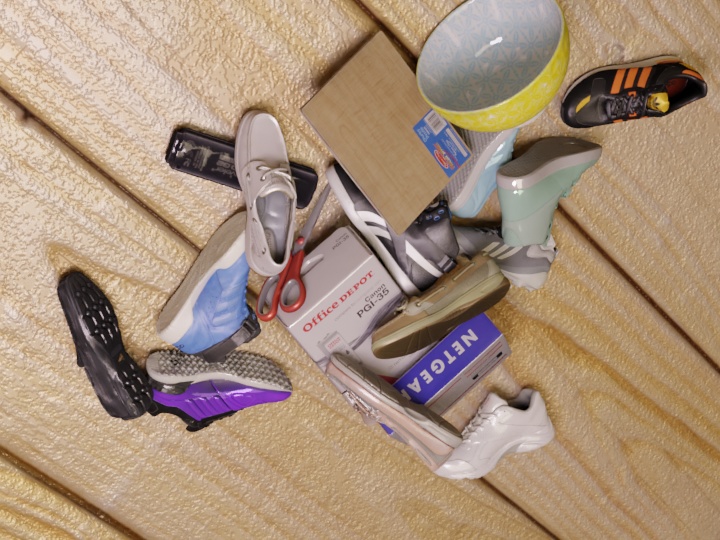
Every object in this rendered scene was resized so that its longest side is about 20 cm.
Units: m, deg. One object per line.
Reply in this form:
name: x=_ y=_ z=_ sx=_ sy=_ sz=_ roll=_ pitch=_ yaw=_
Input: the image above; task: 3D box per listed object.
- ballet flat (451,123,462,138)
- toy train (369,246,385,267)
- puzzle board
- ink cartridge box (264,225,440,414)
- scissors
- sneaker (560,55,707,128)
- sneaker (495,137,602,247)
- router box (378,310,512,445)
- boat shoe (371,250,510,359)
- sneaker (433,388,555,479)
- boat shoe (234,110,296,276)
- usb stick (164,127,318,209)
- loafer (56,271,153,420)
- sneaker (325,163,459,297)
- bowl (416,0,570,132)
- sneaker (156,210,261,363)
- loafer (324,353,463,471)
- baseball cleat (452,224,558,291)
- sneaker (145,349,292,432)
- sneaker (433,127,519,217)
ballet flat: x=0.041 y=-0.192 z=1.687 sx=0.198 sy=0.068 sz=0.046 roll=16 pitch=145 yaw=-27
toy train: x=0.000 y=0.000 z=1.758 sx=0.046 sy=0.034 sz=0.201 roll=35 pitch=97 yaw=-27
puzzle board: x=0.033 y=-0.168 z=1.641 sx=0.151 sy=0.017 sz=0.201 roll=-46 pitch=109 yaw=-20
ink cartridge box: x=-0.009 y=0.066 z=1.711 sx=0.146 sy=0.083 sz=0.200 roll=-40 pitch=130 yaw=-2
scissors: x=-0.084 y=-0.026 z=1.678 sx=0.072 sy=0.202 sz=0.014 roll=-11 pitch=143 yaw=34
sneaker: x=0.363 y=-0.231 z=1.764 sx=0.197 sy=0.090 sz=0.071 roll=-18 pitch=117 yaw=-13
sneaker: x=0.247 y=-0.101 z=1.765 sx=0.199 sy=0.073 sz=0.120 roll=-26 pitch=124 yaw=-39
router box: x=0.111 y=0.145 z=1.790 sx=0.200 sy=0.180 sz=0.049 roll=-42 pitch=75 yaw=0
boat shoe: x=0.092 y=0.044 z=1.675 sx=0.199 sy=0.064 sz=0.073 roll=-29 pitch=158 yaw=-12
sneaker: x=0.180 y=0.225 z=1.907 sx=0.198 sy=0.078 sz=0.101 roll=-24 pitch=112 yaw=-20
boat shoe: x=-0.105 y=-0.097 z=1.607 sx=0.070 sy=0.069 sz=0.203 roll=-5 pitch=86 yaw=-25
usb stick: x=-0.144 y=-0.125 z=1.652 sx=0.198 sy=0.033 sz=0.056 roll=16 pitch=107 yaw=-26
loafer: x=-0.328 y=0.098 z=1.657 sx=0.070 sy=0.068 sz=0.203 roll=-14 pitch=110 yaw=30
sneaker: x=0.051 y=-0.076 z=1.698 sx=0.111 sy=0.073 sz=0.201 roll=-36 pitch=99 yaw=8
bowl: x=0.178 y=-0.240 z=1.643 sx=0.200 sy=0.200 sz=0.108 roll=-42 pitch=134 yaw=1
sneaker: x=-0.159 y=0.027 z=1.685 sx=0.111 sy=0.077 sz=0.201 roll=32 pitch=98 yaw=-28
loafer: x=0.034 y=0.181 z=1.664 sx=0.199 sy=0.072 sz=0.063 roll=33 pitch=99 yaw=-9
baseball cleat: x=0.185 y=-0.046 z=1.798 sx=0.199 sy=0.070 sz=0.108 roll=25 pitch=95 yaw=-37
sneaker: x=-0.190 y=0.163 z=1.742 sx=0.197 sy=0.070 sz=0.101 roll=7 pitch=116 yaw=-19
sneaker: x=0.170 y=-0.159 z=1.744 sx=0.082 sy=0.074 sz=0.201 roll=25 pitch=103 yaw=-49
